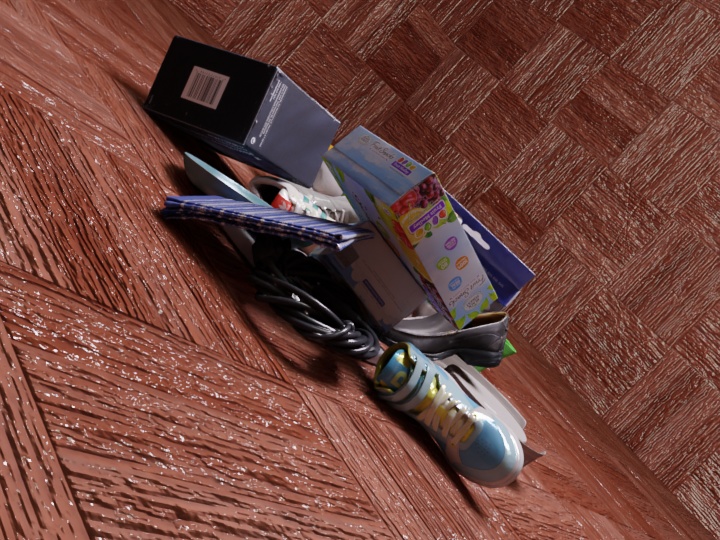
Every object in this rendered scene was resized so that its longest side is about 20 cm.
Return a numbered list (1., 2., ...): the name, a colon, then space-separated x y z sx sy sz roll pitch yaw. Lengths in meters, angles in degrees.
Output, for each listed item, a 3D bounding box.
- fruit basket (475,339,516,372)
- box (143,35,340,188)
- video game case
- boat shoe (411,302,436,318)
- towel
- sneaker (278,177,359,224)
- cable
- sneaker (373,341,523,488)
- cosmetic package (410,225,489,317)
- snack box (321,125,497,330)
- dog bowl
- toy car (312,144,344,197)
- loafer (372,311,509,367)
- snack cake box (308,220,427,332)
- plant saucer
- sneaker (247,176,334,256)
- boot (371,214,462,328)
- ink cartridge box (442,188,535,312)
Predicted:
1. fruit basket: 0.215 0.060 1.638 0.155 0.216 0.216 39 9 -24
2. box: -0.170 -0.228 1.306 0.199 0.124 0.198 23 -2 28
3. video game case: -0.067 0.025 1.077 0.200 0.023 0.182 50 10 30
4. boat shoe: 0.109 0.102 1.317 0.072 0.076 0.201 39 -17 39
5. towel: -0.094 -0.050 0.941 0.198 0.024 0.145 13 9 13
6. sneaker: -0.071 -0.092 1.402 0.199 0.076 0.092 21 15 18
7. cable: -0.047 0.037 0.924 0.163 0.051 0.200 42 8 -23
8. sneaker: 0.083 0.153 0.971 0.130 0.080 0.200 39 0 -43
9. cosmetic package: 0.107 -0.026 1.527 0.165 0.200 0.165 46 10 32
10. snack box: 0.056 -0.050 1.020 0.169 0.068 0.201 43 -13 51
11. dog bowl: 0.157 0.191 1.192 0.200 0.059 0.200 42 9 -8
12. toy car: -0.051 -0.141 1.550 0.174 0.151 0.200 8 28 -45
13. loafer: 0.106 0.075 1.154 0.199 0.073 0.073 8 20 -32
14. snack cake box: 0.003 0.005 1.098 0.115 0.067 0.200 52 -7 -6
15. plant saucer: -0.144 -0.083 1.123 0.199 0.028 0.200 35 3 -2
16. sneaker: -0.090 -0.071 1.294 0.200 0.070 0.093 42 10 25
17. boot: 0.033 -0.031 1.228 0.138 0.200 0.077 39 5 2
18. ink cartridge box: 0.129 -0.003 1.304 0.198 0.047 0.200 43 -32 6
